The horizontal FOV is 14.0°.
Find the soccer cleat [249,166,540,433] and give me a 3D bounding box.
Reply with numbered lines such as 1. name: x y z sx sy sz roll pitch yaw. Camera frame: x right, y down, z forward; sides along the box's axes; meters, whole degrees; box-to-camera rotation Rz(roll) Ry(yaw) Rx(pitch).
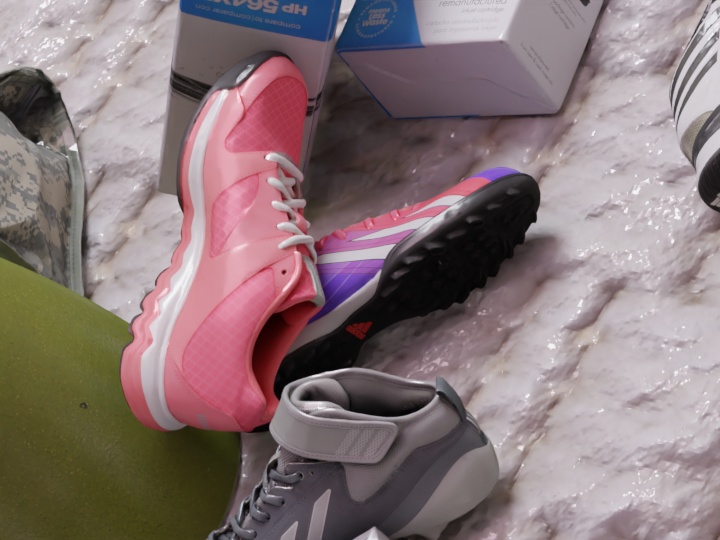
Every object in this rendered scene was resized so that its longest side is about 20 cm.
1. soccer cleat: 0.000 0.000 1.493 0.200 0.068 0.073 -38 56 11

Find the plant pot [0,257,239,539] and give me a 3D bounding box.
1. plant pot: -0.193 0.072 1.488 0.187 0.200 0.187 -21 46 23

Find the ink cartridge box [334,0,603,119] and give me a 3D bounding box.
1. ink cartridge box: 0.079 -0.183 1.592 0.116 0.068 0.200 0 56 38

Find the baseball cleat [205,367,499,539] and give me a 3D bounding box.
1. baseball cleat: -0.036 0.108 1.407 0.200 0.106 0.070 -28 29 9

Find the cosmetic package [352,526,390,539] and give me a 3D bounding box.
1. cosmetic package: 0.006 0.217 1.323 0.083 0.051 0.200 -31 42 12

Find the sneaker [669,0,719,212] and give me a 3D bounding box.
1. sneaker: 0.231 -0.124 1.416 0.200 0.076 0.115 -34 43 13

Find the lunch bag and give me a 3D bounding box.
1. lunch bag: -0.250 -0.026 1.684 0.164 0.118 0.200 -28 37 17

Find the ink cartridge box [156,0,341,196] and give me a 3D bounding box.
1. ink cartridge box: -0.052 -0.146 1.559 0.084 0.200 0.146 11 52 -3

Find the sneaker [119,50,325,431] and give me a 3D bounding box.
1. sneaker: -0.048 -0.010 1.459 0.087 0.074 0.200 10 80 29
